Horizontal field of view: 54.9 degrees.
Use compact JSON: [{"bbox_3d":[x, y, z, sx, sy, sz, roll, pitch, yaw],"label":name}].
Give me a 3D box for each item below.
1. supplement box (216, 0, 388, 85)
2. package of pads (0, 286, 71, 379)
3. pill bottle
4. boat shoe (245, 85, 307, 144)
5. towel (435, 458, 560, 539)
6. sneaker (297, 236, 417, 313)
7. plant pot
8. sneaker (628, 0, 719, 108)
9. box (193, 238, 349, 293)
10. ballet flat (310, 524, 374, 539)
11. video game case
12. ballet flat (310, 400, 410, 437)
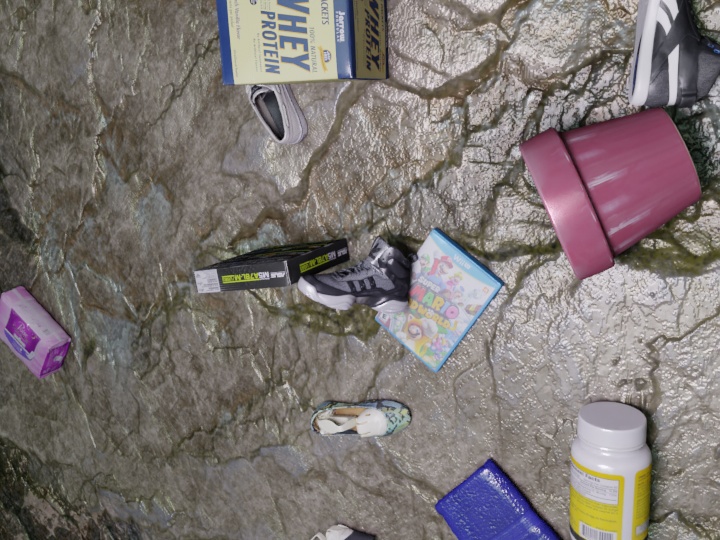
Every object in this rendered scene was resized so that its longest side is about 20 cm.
[{"bbox_3d":[-0.078,-0.349,1.030,0.197,0.200,0.136,2,105,17],"label":"supplement box"},{"bbox_3d":[-0.789,0.147,1.658,0.200,0.075,0.121,41,120,14],"label":"package of pads"},{"bbox_3d":[0.367,0.306,1.021,0.113,0.114,0.203,5,106,28],"label":"pill bottle"},{"bbox_3d":[-0.164,-0.305,1.185,0.071,0.066,0.202,-24,91,32],"label":"boat shoe"},{"bbox_3d":[0.237,0.434,1.172,0.200,0.049,0.148,49,114,10],"label":"towel"},{"bbox_3d":[0.000,0.000,1.099,0.075,0.198,0.115,41,118,56],"label":"sneaker"},{"bbox_3d":[0.326,-0.112,0.898,0.177,0.200,0.202,-24,91,16],"label":"plant pot"},{"bbox_3d":[0.407,-0.305,0.868,0.110,0.073,0.203,7,98,8],"label":"sneaker"},{"bbox_3d":[-0.149,-0.009,1.183,0.198,0.193,0.048,-5,98,29],"label":"box"},{"bbox_3d":[-0.058,0.540,1.354,0.199,0.073,0.073,-38,84,34],"label":"ballet flat"},{"bbox_3d":[0.125,0.052,1.146,0.143,0.018,0.201,40,119,15],"label":"video game case"},{"bbox_3d":[-0.006,0.275,1.252,0.198,0.074,0.075,-10,98,31],"label":"ballet flat"}]
